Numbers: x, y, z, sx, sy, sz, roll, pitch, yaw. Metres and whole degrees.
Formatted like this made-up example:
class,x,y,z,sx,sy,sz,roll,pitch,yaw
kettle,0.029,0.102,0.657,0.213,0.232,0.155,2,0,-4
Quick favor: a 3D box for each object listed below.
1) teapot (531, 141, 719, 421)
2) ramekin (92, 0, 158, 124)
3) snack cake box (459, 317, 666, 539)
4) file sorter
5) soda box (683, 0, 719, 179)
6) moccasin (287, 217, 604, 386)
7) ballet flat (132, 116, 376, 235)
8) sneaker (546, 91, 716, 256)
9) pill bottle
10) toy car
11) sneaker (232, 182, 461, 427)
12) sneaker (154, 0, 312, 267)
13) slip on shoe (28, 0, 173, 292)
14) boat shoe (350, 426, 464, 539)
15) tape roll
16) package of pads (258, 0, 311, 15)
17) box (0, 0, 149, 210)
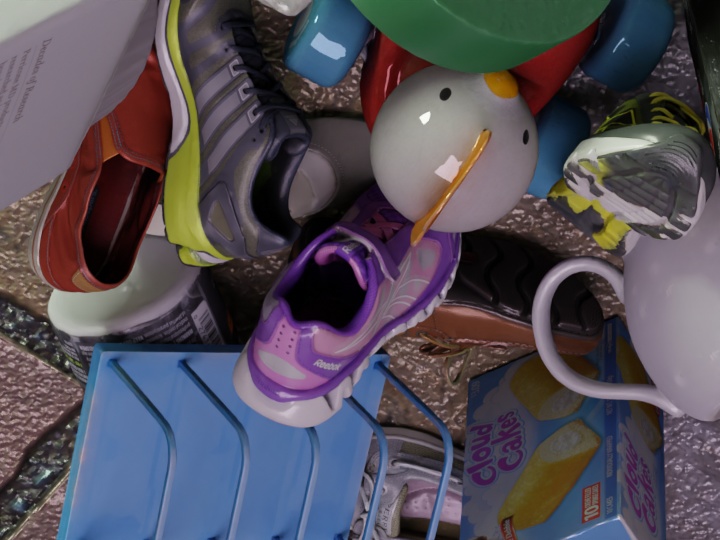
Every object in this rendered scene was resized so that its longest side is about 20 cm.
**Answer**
class,x,y,z,sx,sy,sz,roll,pitch,yaw
teapot,0.223,-0.014,1.552,0.146,0.200,0.197,51,149,11
ramekin,-0.204,-0.156,1.472,0.202,0.094,0.203,11,110,30
snack cake box,0.127,0.131,1.630,0.115,0.200,0.067,-24,120,20
file sorter,-0.061,0.133,1.588,0.200,0.123,0.139,1,113,-29
soda box,0.225,-0.101,1.452,0.071,0.200,0.063,-8,126,5
moccasin,0.052,0.023,1.638,0.201,0.074,0.078,6,135,-3
ballet flat,-0.076,-0.049,1.601,0.200,0.064,0.067,-6,126,8
sneaker,0.156,-0.067,1.443,0.074,0.200,0.085,35,80,-6
pill bottle,-0.117,0.083,1.674,0.106,0.106,0.200,-12,124,13
toy car,0.064,-0.097,1.470,0.184,0.200,0.177,27,124,-15
sneaker,0.000,0.000,1.544,0.080,0.200,0.089,27,143,16
sneaker,-0.067,-0.100,1.519,0.081,0.074,0.200,4,102,33
slip on shoe,-0.136,-0.078,1.541,0.074,0.061,0.200,19,91,-44
boat shoe,0.048,0.157,1.739,0.202,0.065,0.075,12,126,-4
tape roll,0.055,-0.207,1.390,0.200,0.201,0.048,39,143,-21
package of pads,-0.095,-0.238,1.409,0.200,0.155,0.068,30,122,-15
box,-0.242,-0.136,1.312,0.199,0.171,0.200,48,144,11
